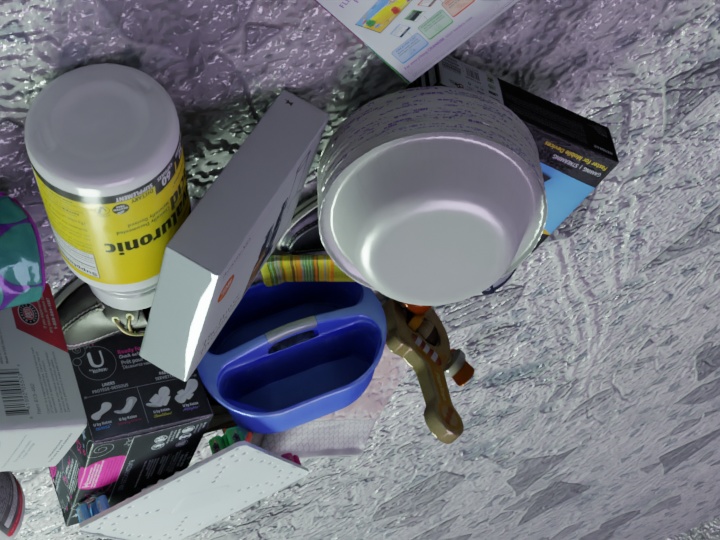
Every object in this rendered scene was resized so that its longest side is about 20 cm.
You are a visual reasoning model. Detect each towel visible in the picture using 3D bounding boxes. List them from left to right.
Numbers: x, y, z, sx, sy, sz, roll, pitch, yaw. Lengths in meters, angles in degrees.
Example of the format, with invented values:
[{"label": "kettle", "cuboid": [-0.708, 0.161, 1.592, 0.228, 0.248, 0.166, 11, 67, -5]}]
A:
[{"label": "towel", "cuboid": [-0.025, 0.143, 1.384, 0.199, 0.032, 0.193, 8, 113, -50]}, {"label": "towel", "cuboid": [0.000, 0.000, 1.144, 0.197, 0.018, 0.086, 0, 170, 1]}]

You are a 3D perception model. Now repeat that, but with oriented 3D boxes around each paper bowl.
[{"label": "paper bowl", "cuboid": [0.062, -0.050, 1.000, 0.197, 0.105, 0.202, -2, 137, -2]}]

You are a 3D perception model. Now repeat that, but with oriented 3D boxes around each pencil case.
[{"label": "pencil case", "cuboid": [-0.347, 0.001, 0.890, 0.198, 0.094, 0.085, -16, -174, -24]}]

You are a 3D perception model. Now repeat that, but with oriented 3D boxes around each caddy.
[{"label": "caddy", "cuboid": [-0.070, 0.079, 1.191, 0.197, 0.143, 0.105, -20, 155, -11]}]

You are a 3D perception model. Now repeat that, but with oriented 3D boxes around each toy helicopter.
[{"label": "toy helicopter", "cuboid": [0.081, 0.110, 1.303, 0.079, 0.202, 0.132, -39, 132, 25]}]

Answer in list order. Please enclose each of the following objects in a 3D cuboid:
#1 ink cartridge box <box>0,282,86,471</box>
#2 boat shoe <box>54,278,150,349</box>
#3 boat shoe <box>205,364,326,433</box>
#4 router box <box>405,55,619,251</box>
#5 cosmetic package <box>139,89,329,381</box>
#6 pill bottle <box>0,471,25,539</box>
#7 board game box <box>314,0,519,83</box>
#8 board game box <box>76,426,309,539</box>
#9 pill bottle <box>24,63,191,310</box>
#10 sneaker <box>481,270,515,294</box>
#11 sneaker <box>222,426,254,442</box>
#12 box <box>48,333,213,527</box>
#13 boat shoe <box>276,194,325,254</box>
[{"label": "ink cartridge box", "cuboid": [-0.349, 0.091, 0.976, 0.198, 0.147, 0.083, 1, 145, -39]}, {"label": "boat shoe", "cuboid": [-0.201, 0.023, 1.072, 0.199, 0.061, 0.072, -30, 152, 8]}, {"label": "boat shoe", "cuboid": [-0.124, 0.127, 1.272, 0.197, 0.066, 0.073, -19, -168, 12]}, {"label": "router box", "cuboid": [0.112, -0.099, 1.065, 0.198, 0.052, 0.149, 19, 134, -24]}, {"label": "cosmetic package", "cuboid": [-0.102, -0.029, 0.951, 0.201, 0.051, 0.152, -60, 175, -39]}, {"label": "pill bottle", "cuboid": [-0.419, 0.216, 1.168, 0.109, 0.112, 0.201, -21, 152, -7]}, {"label": "board game box", "cuboid": [0.044, -0.234, 0.859, 0.152, 0.041, 0.199, -35, 151, 16]}, {"label": "board game box", "cuboid": [-0.175, 0.236, 1.249, 0.198, 0.026, 0.200, -28, 156, 8]}, {"label": "pill bottle", "cuboid": [-0.187, -0.054, 0.901, 0.110, 0.112, 0.201, -18, 152, -13]}, {"label": "sneaker", "cuboid": [0.103, -0.019, 1.243, 0.198, 0.071, 0.109, -14, 149, -26]}, {"label": "sneaker", "cuboid": [-0.116, 0.192, 1.413, 0.094, 0.080, 0.201, -21, 152, -12]}, {"label": "box", "cuboid": [-0.247, 0.160, 1.212, 0.131, 0.116, 0.201, -10, 151, -29]}, {"label": "boat shoe", "cuboid": [0.012, -0.046, 1.131, 0.197, 0.063, 0.075, -13, 152, -20]}]
